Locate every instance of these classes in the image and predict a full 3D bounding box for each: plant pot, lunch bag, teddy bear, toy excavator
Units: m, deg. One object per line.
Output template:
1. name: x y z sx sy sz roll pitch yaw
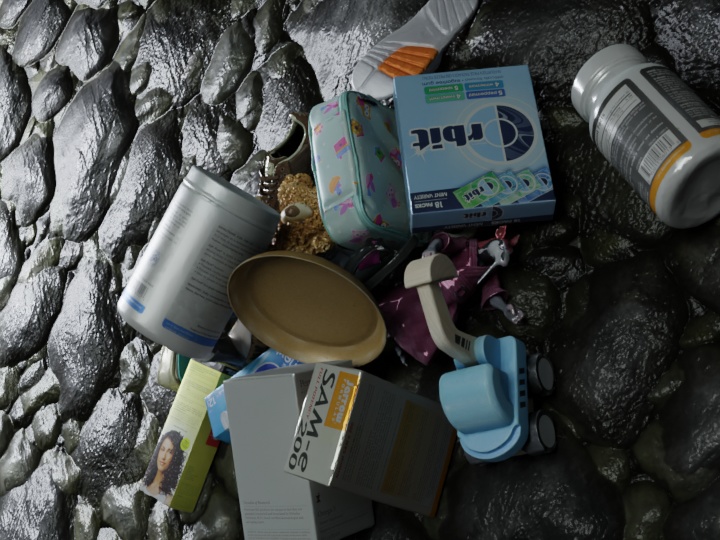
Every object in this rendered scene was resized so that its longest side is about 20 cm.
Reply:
1. plant pot: -0.060 0.042 1.477 0.198 0.201 0.028 -11 43 36
2. lunch bag: 0.016 -0.121 1.577 0.076 0.159 0.203 -24 64 36
3. teddy bear: -0.070 -0.081 1.625 0.143 0.200 0.068 19 121 17
4. toy excavator: 0.121 0.099 1.363 0.099 0.199 0.198 -15 63 34

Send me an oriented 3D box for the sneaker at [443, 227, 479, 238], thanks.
1. sneaker: 0.093 -0.137 1.560 0.067 0.089 0.203 -28 56 29

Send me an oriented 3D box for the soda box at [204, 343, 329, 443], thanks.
1. soda box: -0.106 0.147 1.625 0.199 0.067 0.065 -38 52 22

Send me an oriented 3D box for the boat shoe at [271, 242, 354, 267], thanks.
1. boat shoe: -0.069 -0.006 1.660 0.200 0.064 0.075 16 83 43

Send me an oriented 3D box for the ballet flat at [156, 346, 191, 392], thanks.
1. ballet flat: -0.252 0.073 1.787 0.069 0.069 0.203 -7 68 38

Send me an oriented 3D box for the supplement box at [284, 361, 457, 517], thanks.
1. supplement box: 0.018 0.191 1.412 0.073 0.199 0.128 8 77 41

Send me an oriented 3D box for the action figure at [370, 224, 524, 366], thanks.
1. action figure: 0.111 0.022 1.499 0.199 0.134 0.149 -40 7 5

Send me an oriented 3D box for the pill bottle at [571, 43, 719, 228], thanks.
1. pill bottle: 0.317 -0.149 1.360 0.116 0.116 0.201 -45 49 16

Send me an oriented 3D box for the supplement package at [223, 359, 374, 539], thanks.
1. supplement package: -0.072 0.216 1.492 0.116 0.116 0.204 -8 90 38

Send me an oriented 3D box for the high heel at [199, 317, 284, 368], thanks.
1. high heel: -0.107 0.058 1.628 0.199 0.142 0.072 -34 75 16

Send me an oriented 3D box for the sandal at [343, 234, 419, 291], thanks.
1. sandal: -0.001 0.001 1.511 0.075 0.048 0.200 -48 8 -37

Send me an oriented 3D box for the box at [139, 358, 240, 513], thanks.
1. box: -0.226 0.218 1.710 0.075 0.050 0.203 15 82 42

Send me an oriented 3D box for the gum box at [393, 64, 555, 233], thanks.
1. gum box: 0.131 -0.146 1.495 0.167 0.045 0.203 -5 60 -1

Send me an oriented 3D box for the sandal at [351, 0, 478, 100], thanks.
1. sandal: 0.081 -0.287 1.663 0.206 0.059 0.079 -42 65 -8

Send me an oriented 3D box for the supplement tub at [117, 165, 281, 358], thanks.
1. supplement tub: -0.195 -0.009 1.532 0.131 0.131 0.202 34 95 43

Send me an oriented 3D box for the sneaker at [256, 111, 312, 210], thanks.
1. sneaker: -0.116 -0.127 1.743 0.070 0.075 0.202 28 90 43

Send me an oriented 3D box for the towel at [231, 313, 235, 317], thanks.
1. towel: -0.182 -0.027 1.701 0.201 0.048 0.113 -105 16 -62
